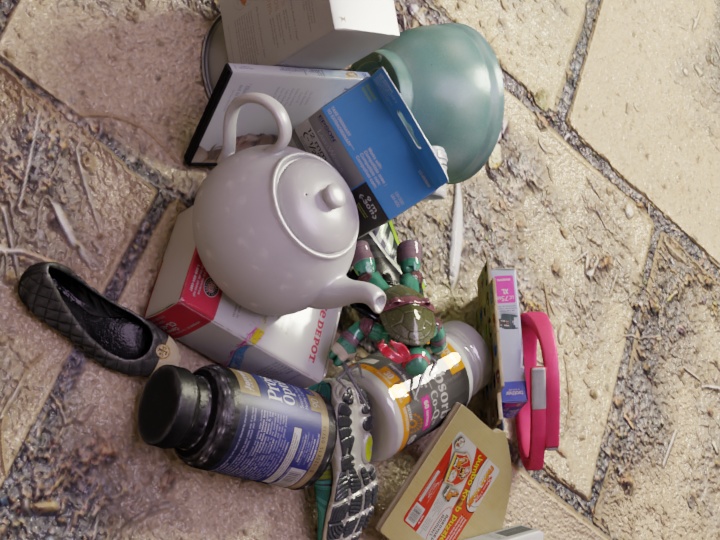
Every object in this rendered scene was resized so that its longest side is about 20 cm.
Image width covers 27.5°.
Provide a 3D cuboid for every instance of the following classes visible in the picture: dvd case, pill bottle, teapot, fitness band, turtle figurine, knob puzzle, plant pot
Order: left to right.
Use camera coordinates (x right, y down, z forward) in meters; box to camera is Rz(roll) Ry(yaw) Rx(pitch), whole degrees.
[{"bbox_3d":[-0.132,0.164,1.577,0.199,0.111,0.113,19,64,-36],"label":"pill bottle"},{"bbox_3d":[-0.093,-0.175,1.701,0.199,0.143,0.018,-2,47,-36],"label":"dvd case"},{"bbox_3d":[-0.074,-0.059,1.566,0.199,0.146,0.199,26,53,-32],"label":"teapot"},{"bbox_3d":[0.043,0.059,1.645,0.149,0.101,0.201,11,52,-30],"label":"turtle figurine"},{"bbox_3d":[0.061,-0.207,1.812,0.133,0.200,0.202,-3,77,-37],"label":"plant pot"},{"bbox_3d":[0.061,0.137,1.750,0.199,0.116,0.117,-27,93,-42],"label":"pill bottle"},{"bbox_3d":[0.112,0.273,1.771,0.219,0.030,0.222,-17,117,-38],"label":"knob puzzle"},{"bbox_3d":[0.221,0.152,1.855,0.037,0.144,0.202,-2,104,-3],"label":"fitness band"}]

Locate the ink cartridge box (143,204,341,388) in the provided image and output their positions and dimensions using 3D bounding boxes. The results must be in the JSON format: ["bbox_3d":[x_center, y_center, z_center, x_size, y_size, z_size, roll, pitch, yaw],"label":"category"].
[{"bbox_3d":[-0.125,0.031,1.644,0.199,0.085,0.149,34,53,-28],"label":"ink cartridge box"}]

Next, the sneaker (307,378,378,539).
[{"bbox_3d":[-0.029,0.221,1.672,0.077,0.079,0.202,-4,97,-47],"label":"sneaker"}]

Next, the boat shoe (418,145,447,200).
[{"bbox_3d":[0.005,-0.103,1.743,0.074,0.198,0.067,37,47,-72],"label":"boat shoe"}]

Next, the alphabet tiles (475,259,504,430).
[{"bbox_3d":[0.161,0.096,1.834,0.006,0.167,0.202,-2,74,-4],"label":"alphabet tiles"}]

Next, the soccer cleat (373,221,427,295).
[{"bbox_3d":[0.022,-0.013,1.809,0.081,0.067,0.201,-20,87,-26],"label":"soccer cleat"}]

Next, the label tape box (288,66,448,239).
[{"bbox_3d":[0.002,-0.121,1.616,0.066,0.200,0.144,-33,93,-23],"label":"label tape box"}]

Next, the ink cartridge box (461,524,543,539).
[{"bbox_3d":[0.142,0.412,1.778,0.199,0.043,0.175,-5,99,-42],"label":"ink cartridge box"}]

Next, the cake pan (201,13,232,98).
[{"bbox_3d":[-0.101,-0.236,1.788,0.199,0.037,0.202,14,67,-36],"label":"cake pan"}]

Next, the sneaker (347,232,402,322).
[{"bbox_3d":[0.000,0.000,1.736,0.200,0.072,0.083,41,23,-3],"label":"sneaker"}]

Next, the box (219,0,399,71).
[{"bbox_3d":[-0.062,-0.292,1.679,0.097,0.199,0.126,-1,77,-40],"label":"box"}]

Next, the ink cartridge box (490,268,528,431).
[{"bbox_3d":[0.181,0.110,1.863,0.042,0.119,0.202,-1,75,-2],"label":"ink cartridge box"}]

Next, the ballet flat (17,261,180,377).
[{"bbox_3d":[-0.267,0.056,1.534,0.199,0.057,0.067,33,58,-29],"label":"ballet flat"}]
